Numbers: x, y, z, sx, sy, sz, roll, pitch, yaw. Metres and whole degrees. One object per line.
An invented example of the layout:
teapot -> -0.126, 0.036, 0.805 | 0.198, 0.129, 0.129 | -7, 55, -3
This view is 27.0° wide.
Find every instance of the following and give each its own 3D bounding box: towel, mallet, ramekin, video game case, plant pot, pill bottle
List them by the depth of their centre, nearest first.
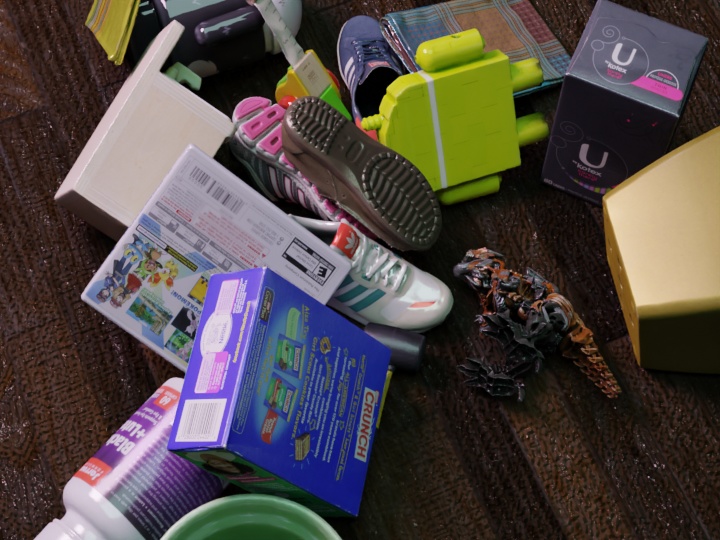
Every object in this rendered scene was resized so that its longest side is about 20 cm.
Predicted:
ramekin -> -0.097, 0.311, 1.340 | 0.197, 0.098, 0.202 | 1, 62, -1
pill bottle -> -0.203, 0.206, 1.387 | 0.111, 0.112, 0.200 | 36, 67, 17
video game case -> -0.138, 0.010, 1.453 | 0.199, 0.022, 0.183 | 36, 93, -14
mallet -> 0.022, 0.148, 1.467 | 0.065, 0.041, 0.203 | 6, 66, 6
plant pot -> 0.339, -0.008, 1.473 | 0.174, 0.201, 0.202 | -14, 62, 4
towel -> -0.264, -0.280, 1.602 | 0.018, 0.087, 0.200 | 13, 15, -21
towel -> 0.133, -0.244, 1.653 | 0.198, 0.022, 0.148 | -18, 64, -30

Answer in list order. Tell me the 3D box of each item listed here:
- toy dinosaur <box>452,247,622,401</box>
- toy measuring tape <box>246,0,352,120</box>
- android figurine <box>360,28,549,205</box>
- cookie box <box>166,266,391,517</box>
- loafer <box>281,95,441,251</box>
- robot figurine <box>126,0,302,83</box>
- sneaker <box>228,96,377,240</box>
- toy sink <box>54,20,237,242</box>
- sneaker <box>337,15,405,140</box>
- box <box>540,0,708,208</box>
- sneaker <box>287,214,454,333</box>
toy dinosaur -> 0.172, 0.053, 1.489 | 0.198, 0.103, 0.135 | 21, 40, 31
toy measuring tape -> -0.076, -0.213, 1.594 | 0.073, 0.201, 0.074 | -27, 27, 15
android figurine -> 0.097, -0.153, 1.555 | 0.198, 0.184, 0.041 | -18, 29, -10
cookie box -> -0.069, 0.117, 1.377 | 0.074, 0.199, 0.173 | -5, 62, 38
loafer -> -0.001, -0.094, 1.512 | 0.200, 0.067, 0.076 | 45, 63, -5
robot figurine -> -0.162, -0.280, 1.638 | 0.198, 0.125, 0.152 | -18, 63, -9
sneaker -> -0.060, -0.098, 1.576 | 0.199, 0.087, 0.074 | 37, 62, -8
toy sink -> -0.204, -0.130, 1.518 | 0.111, 0.130, 0.202 | 33, 77, -16
sneaker -> 0.018, -0.212, 1.626 | 0.074, 0.085, 0.202 | -10, 59, -5
box -> 0.267, -0.160, 1.539 | 0.121, 0.201, 0.107 | 21, 63, 11
sneaker -> 0.000, 0.000, 1.510 | 0.198, 0.094, 0.071 | 21, 63, 10
